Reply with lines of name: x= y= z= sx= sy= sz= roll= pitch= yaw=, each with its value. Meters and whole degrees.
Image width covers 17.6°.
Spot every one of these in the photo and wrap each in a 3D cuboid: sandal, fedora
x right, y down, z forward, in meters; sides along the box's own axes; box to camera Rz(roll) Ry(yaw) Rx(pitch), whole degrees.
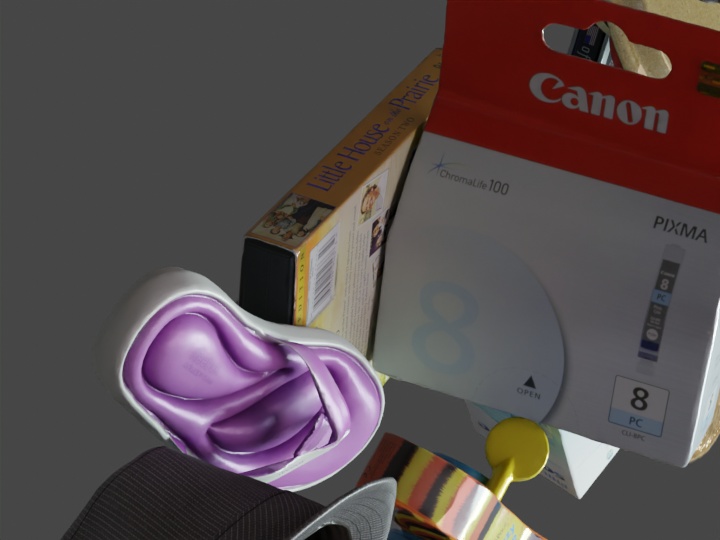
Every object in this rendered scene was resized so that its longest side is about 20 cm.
sandal: x=-0.043 y=0.060 z=0.977 sx=0.083 sy=0.050 sz=0.203 roll=-55 pitch=146 yaw=4
fedora: x=-0.074 y=0.137 z=0.932 sx=0.177 sy=0.090 sz=0.200 roll=-39 pitch=156 yaw=-35

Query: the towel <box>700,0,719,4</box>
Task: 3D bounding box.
towel: x=0.105 y=-0.216 z=0.957 sx=0.086 sy=0.200 sz=0.166 roll=-41 pitch=145 yaw=-55

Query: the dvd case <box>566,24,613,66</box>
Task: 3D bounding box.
dvd case: x=0.156 y=-0.124 z=1.411 sx=0.150 sy=0.025 sz=0.201 roll=6 pitch=102 yaw=-69

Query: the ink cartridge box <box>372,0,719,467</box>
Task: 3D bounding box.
ink cartridge box: x=0.094 y=-0.023 z=1.057 sx=0.047 sy=0.160 sz=0.201 roll=-46 pitch=148 yaw=-53

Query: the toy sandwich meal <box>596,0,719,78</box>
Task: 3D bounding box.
toy sandwich meal: x=0.175 y=-0.152 z=1.288 sx=0.205 sy=0.070 sz=0.206 roll=13 pitch=73 yaw=-46

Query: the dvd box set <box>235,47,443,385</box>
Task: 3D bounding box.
dvd box set: x=0.000 y=0.000 z=1.109 sx=0.200 sy=0.029 sz=0.147 roll=-48 pitch=149 yaw=-49

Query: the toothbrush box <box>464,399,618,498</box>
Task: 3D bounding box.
toothbrush box: x=0.126 y=0.019 z=1.328 sx=0.147 sy=0.085 sz=0.200 roll=-50 pitch=153 yaw=-15

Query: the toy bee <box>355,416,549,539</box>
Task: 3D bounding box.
toy bee: x=0.075 y=0.146 z=1.307 sx=0.200 sy=0.108 sz=0.131 roll=4 pitch=108 yaw=-66
